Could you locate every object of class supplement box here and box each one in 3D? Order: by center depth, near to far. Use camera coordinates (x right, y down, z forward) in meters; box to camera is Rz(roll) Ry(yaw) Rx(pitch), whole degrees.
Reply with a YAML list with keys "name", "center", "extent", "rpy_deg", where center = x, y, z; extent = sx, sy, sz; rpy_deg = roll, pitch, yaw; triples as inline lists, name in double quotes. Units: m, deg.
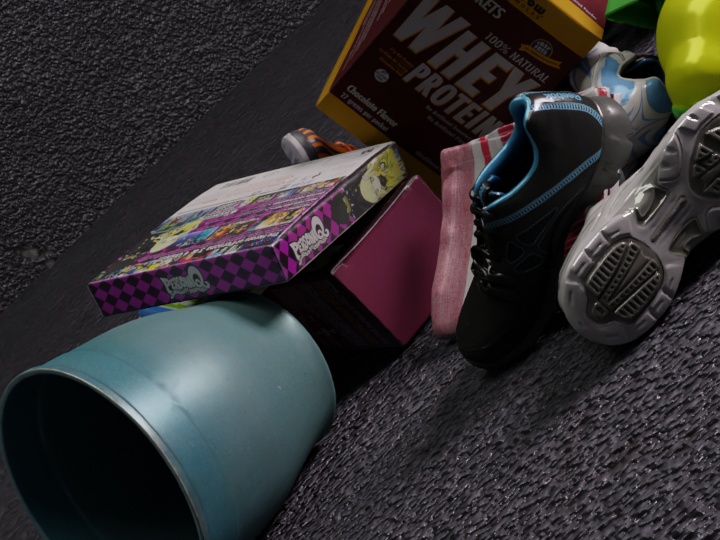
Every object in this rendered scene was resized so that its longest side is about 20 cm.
- name: "supplement box"
  center: [0.092, -0.203, 1.373]
  extent: [0.200, 0.133, 0.198]
  rpy_deg: [-46, 13, 35]
- name: "supplement box"
  center: [0.000, 0.000, 1.399]
  extent: [0.110, 0.086, 0.200]
  rpy_deg: [-49, 14, -19]

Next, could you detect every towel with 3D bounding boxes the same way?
- name: "towel"
  center: [0.110, -0.036, 1.178]
  extent: [0.200, 0.023, 0.145]
  rpy_deg: [-19, 64, 59]

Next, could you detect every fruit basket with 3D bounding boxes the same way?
- name: "fruit basket"
  center: [0.269, -0.187, 1.169]
  extent: [0.215, 0.155, 0.217]
  rpy_deg: [-10, 78, 58]

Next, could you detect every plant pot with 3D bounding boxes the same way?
- name: "plant pot"
  center: [-0.125, 0.114, 1.230]
  extent: [0.188, 0.201, 0.200]
  rpy_deg: [-37, 6, -42]

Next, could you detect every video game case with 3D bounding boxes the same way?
- name: "video game case"
  center: [-0.087, -0.033, 1.324]
  extent: [0.199, 0.036, 0.181]
  rpy_deg: [-11, 21, 38]

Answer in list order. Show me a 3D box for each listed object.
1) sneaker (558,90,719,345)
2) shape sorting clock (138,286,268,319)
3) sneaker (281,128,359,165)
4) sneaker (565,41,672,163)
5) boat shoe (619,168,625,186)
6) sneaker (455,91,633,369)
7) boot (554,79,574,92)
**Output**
- name: "sneaker"
  center: [0.186, -0.045, 1.039]
  extent: [0.200, 0.078, 0.099]
  rpy_deg: [-43, 10, -3]
- name: "shape sorting clock"
  center: [-0.112, 0.004, 1.443]
  extent: [0.200, 0.039, 0.200]
  rpy_deg: [-37, 20, 15]
- name: "sneaker"
  center: [0.004, -0.101, 1.552]
  extent: [0.112, 0.078, 0.200]
  rpy_deg: [-36, -23, 4]
- name: "sneaker"
  center: [0.199, -0.137, 1.283]
  extent: [0.072, 0.072, 0.200]
  rpy_deg: [-38, 17, 14]
- name: "boat shoe"
  center: [0.143, -0.059, 1.274]
  extent: [0.061, 0.073, 0.200]
  rpy_deg: [-1, 1, -10]
- name: "sneaker"
  center: [0.097, -0.028, 1.098]
  extent: [0.073, 0.082, 0.201]
  rpy_deg: [50, 125, 50]
- name: "boot"
  center: [0.168, -0.171, 1.501]
  extent: [0.200, 0.070, 0.132]
  rpy_deg: [-56, 18, -3]
